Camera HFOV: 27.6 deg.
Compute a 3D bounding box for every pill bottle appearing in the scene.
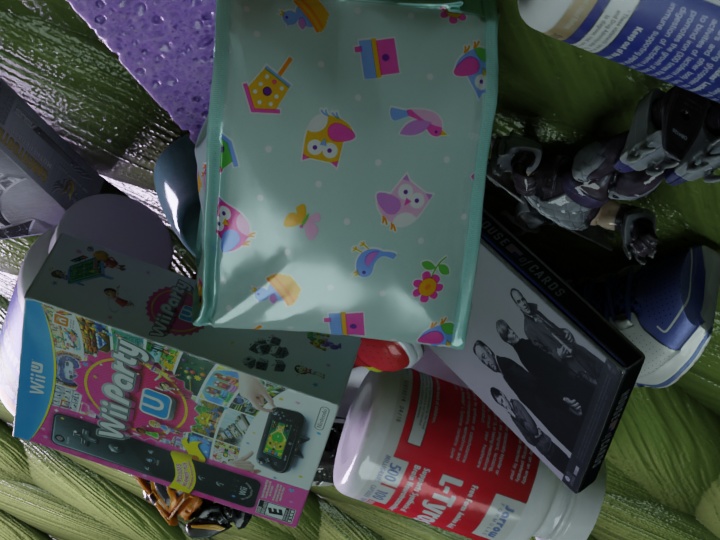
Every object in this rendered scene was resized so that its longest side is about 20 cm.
[{"bbox_3d":[0.088,0.154,1.166,0.199,0.113,0.112,20,150,-8],"label":"pill bottle"},{"bbox_3d":[-0.201,0.032,1.072,0.112,0.112,0.200,21,143,-9],"label":"pill bottle"},{"bbox_3d":[0.185,-0.136,0.696,0.199,0.116,0.116,21,150,-8],"label":"pill bottle"}]

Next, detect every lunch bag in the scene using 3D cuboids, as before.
[{"bbox_3d":[-0.011,-0.069,0.851,0.170,0.122,0.201,4,109,-5],"label":"lunch bag"}]

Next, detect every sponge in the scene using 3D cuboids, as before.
[{"bbox_3d":[-0.090,-0.138,0.899,0.111,0.030,0.200,-12,140,28],"label":"sponge"}]

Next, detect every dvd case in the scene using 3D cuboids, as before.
[{"bbox_3d":[0.098,0.040,0.992,0.200,0.025,0.151,45,150,26],"label":"dvd case"}]

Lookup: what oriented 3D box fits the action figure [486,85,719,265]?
[{"bbox_3d":[0.148,-0.057,0.895,0.130,0.070,0.200,19,155,-24],"label":"action figure"}]

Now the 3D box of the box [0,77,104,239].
[{"bbox_3d":[-0.308,-0.096,1.062,0.158,0.048,0.200,-4,145,31],"label":"box"}]

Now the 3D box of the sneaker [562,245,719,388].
[{"bbox_3d":[0.155,0.037,1.033,0.115,0.081,0.199,23,151,-17],"label":"sneaker"}]

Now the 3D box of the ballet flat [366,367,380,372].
[{"bbox_3d":[0.000,0.000,1.006,0.067,0.067,0.200,17,143,13],"label":"ballet flat"}]

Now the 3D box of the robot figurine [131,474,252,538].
[{"bbox_3d":[-0.110,0.109,1.104,0.200,0.145,0.058,-49,160,21],"label":"robot figurine"}]

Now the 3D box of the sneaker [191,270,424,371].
[{"bbox_3d":[-0.057,0.047,0.972,0.200,0.112,0.071,21,144,44],"label":"sneaker"}]

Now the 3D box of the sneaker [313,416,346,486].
[{"bbox_3d":[0.003,0.155,1.259,0.199,0.067,0.090,22,148,-18],"label":"sneaker"}]

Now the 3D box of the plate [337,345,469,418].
[{"bbox_3d":[0.072,0.114,1.250,0.199,0.032,0.200,29,147,-24],"label":"plate"}]

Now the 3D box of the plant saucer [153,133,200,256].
[{"bbox_3d":[-0.060,-0.030,1.069,0.199,0.036,0.200,11,149,7],"label":"plant saucer"}]

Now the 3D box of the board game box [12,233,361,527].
[{"bbox_3d":[-0.115,0.075,0.936,0.199,0.064,0.148,19,136,1],"label":"board game box"}]
